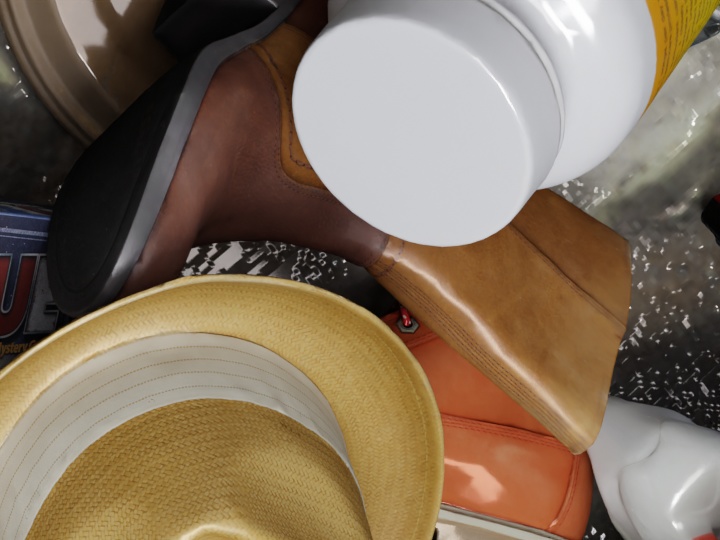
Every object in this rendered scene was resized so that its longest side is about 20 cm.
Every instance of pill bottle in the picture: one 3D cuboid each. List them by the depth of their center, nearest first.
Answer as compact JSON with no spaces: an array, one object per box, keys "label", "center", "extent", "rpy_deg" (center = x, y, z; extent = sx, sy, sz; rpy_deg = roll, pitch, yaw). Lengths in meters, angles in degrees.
[{"label":"pill bottle","center":[0.057,-0.096,0.869],"extent":[0.111,0.111,0.200],"rpy_deg":[53,43,-15]}]

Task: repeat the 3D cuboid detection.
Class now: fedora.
[{"label":"fedora","center":[-0.048,0.098,0.813],"extent":[0.200,0.082,0.201],"rpy_deg":[-14,129,-17]}]

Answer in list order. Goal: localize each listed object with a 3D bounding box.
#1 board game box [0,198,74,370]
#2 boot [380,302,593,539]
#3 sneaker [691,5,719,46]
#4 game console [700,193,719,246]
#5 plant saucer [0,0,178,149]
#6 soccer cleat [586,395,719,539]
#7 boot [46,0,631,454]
[{"label":"board game box","center":[-0.146,0.042,0.818],"extent":[0.035,0.200,0.136],"rpy_deg":[16,95,26]},{"label":"boot","center":[-0.003,0.046,0.955],"extent":[0.199,0.075,0.108],"rpy_deg":[19,75,-19]},{"label":"sneaker","center":[0.154,-0.162,0.990],"extent":[0.072,0.072,0.200],"rpy_deg":[37,97,-1]},{"label":"game console","center":[0.183,0.076,0.949],"extent":[0.172,0.200,0.119],"rpy_deg":[32,98,-9]},{"label":"plant saucer","center":[-0.034,-0.121,0.947],"extent":[0.199,0.029,0.201],"rpy_deg":[-2,95,-19]},{"label":"soccer cleat","center":[0.144,0.110,0.990],"extent":[0.069,0.078,0.200],"rpy_deg":[-44,137,-6]},{"label":"boot","center":[0.000,0.000,0.886],"extent":[0.200,0.189,0.068],"rpy_deg":[41,124,-18]}]
